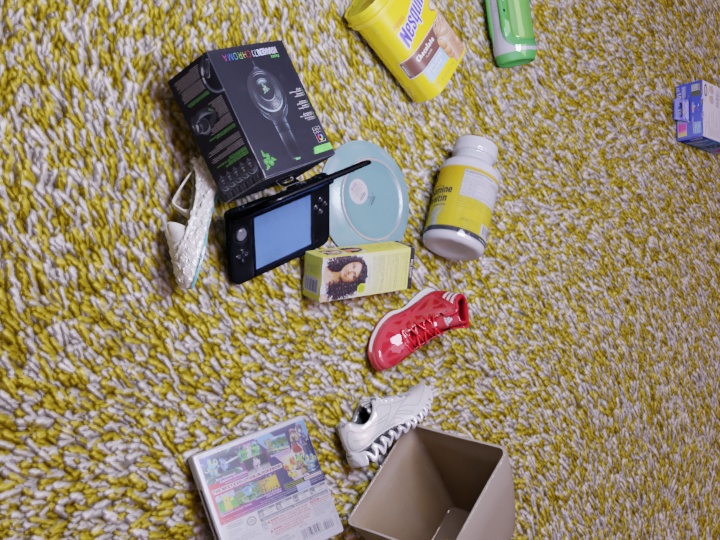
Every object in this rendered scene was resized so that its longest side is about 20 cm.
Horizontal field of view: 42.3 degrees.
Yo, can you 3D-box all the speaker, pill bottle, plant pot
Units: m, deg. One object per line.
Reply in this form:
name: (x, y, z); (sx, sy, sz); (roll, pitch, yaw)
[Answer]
speaker: (0.282, -0.495, 1.766); (0.088, 0.088, 0.204); (-9, 92, -40)
pill bottle: (0.182, -0.128, 1.628); (0.111, 0.111, 0.203); (28, 68, -34)
plant pot: (0.136, 0.393, 1.468); (0.201, 0.198, 0.178); (-53, 129, -30)

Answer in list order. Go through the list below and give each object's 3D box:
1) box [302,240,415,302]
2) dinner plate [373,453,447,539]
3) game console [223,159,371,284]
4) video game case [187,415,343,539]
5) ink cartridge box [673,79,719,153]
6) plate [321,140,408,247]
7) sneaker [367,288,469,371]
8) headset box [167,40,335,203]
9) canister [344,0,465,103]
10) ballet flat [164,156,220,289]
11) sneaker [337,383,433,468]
box: (0.000, 0.000, 1.491); (0.198, 0.050, 0.077); (-9, 111, -41)
dinner plate: (0.093, 0.392, 1.561); (0.198, 0.024, 0.204); (6, 81, -39)
game console: (-0.088, -0.070, 1.353); (0.199, 0.116, 0.178); (-26, 129, -38)
video game case: (-0.134, 0.326, 1.345); (0.198, 0.023, 0.185); (-14, 78, -39)
ink cartridge box: (0.817, -0.366, 2.209); (0.198, 0.076, 0.139); (9, 79, -41)
plate: (0.015, -0.117, 1.542); (0.198, 0.025, 0.204); (4, 84, -40)
sneaker: (0.103, 0.091, 1.537); (0.200, 0.115, 0.079); (-46, 114, -33)
headset box: (-0.149, -0.208, 1.322); (0.173, 0.092, 0.202); (-26, 92, -53)
canister: (0.082, -0.407, 1.588); (0.200, 0.086, 0.150); (46, 59, -29)
ballet flat: (-0.239, -0.071, 1.305); (0.071, 0.071, 0.203); (28, 63, -34)
sneaker: (0.043, 0.233, 1.506); (0.199, 0.075, 0.082); (-35, 99, -37)
